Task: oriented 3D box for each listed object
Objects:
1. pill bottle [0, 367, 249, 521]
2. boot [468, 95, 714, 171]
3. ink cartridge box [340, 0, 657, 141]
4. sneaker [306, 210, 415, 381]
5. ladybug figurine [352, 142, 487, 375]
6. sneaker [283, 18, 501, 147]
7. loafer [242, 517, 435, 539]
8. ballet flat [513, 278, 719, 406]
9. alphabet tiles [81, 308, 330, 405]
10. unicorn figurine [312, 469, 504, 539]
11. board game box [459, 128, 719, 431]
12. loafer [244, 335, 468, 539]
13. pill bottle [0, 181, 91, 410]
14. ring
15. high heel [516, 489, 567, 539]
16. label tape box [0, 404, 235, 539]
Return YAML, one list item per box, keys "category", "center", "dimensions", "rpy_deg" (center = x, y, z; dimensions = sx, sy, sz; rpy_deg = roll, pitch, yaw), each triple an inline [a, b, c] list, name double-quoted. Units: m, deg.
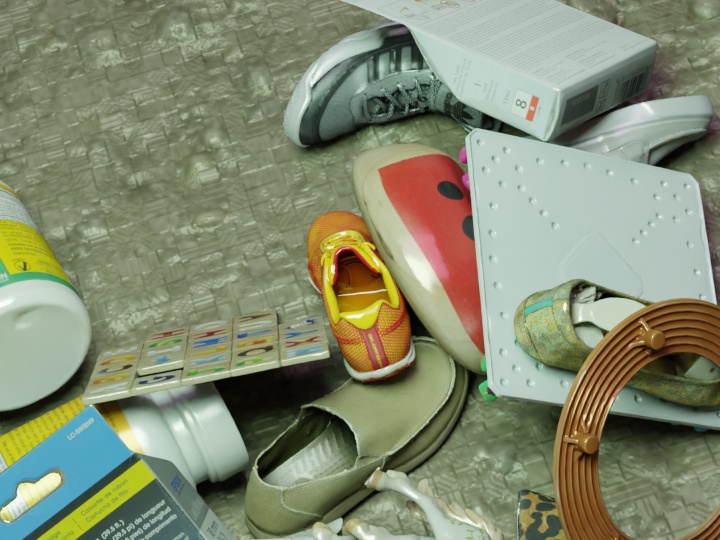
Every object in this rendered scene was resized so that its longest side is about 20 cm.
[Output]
- category: "pill bottle"
  center: [-0.183, 0.144, 1.449]
  dimensions: [0.200, 0.113, 0.113]
  rpy_deg: [-27, 58, -11]
- category: "boot"
  center: [0.185, -0.064, 1.576]
  dimensions: [0.200, 0.074, 0.096]
  rpy_deg: [-17, 79, -12]
- category: "ink cartridge box"
  center: [0.099, -0.169, 1.575]
  dimensions: [0.200, 0.050, 0.162]
  rpy_deg: [23, 29, 27]
- category: "sneaker"
  center: [0.000, 0.000, 1.517]
  dimensions: [0.073, 0.077, 0.200]
  rpy_deg: [-19, 31, -4]
- category: "ladybug figurine"
  center: [0.063, -0.015, 1.505]
  dimensions: [0.072, 0.136, 0.200]
  rpy_deg: [-34, 63, 13]
- category: "sneaker"
  center: [0.044, -0.139, 1.626]
  dimensions: [0.200, 0.076, 0.114]
  rpy_deg: [-33, 57, -17]
- category: "loafer"
  center: [-0.024, 0.204, 1.421]
  dimensions: [0.200, 0.070, 0.070]
  rpy_deg: [6, 53, 2]
- category: "ballet flat"
  center: [0.199, 0.047, 1.415]
  dimensions: [0.200, 0.071, 0.071]
  rpy_deg: [13, 52, -26]
- category: "alphabet tiles"
  center: [-0.106, 0.056, 1.474]
  dimensions: [0.167, 0.200, 0.008]
  rpy_deg: [-11, 99, -1]
- category: "unicorn figurine"
  center: [0.031, 0.204, 1.330]
  dimensions: [0.137, 0.074, 0.200]
  rpy_deg: [32, 51, 16]
- category: "board game box"
  center: [0.162, 0.010, 1.470]
  dimensions: [0.200, 0.026, 0.200]
  rpy_deg: [10, 62, -27]
- category: "loafer"
  center: [-0.001, 0.115, 1.472]
  dimensions: [0.076, 0.067, 0.200]
  rpy_deg: [36, 68, 26]
- category: "pill bottle"
  center: [-0.285, -0.001, 1.540]
  dimensions: [0.113, 0.113, 0.200]
  rpy_deg: [-27, 50, -11]
- category: "ring"
  center: [0.209, 0.118, 1.380]
  dimensions: [0.200, 0.201, 0.019]
  rpy_deg: [-45, 30, -21]
- category: "high heel"
  center: [0.086, 0.232, 1.378]
  dimensions: [0.200, 0.071, 0.143]
  rpy_deg: [-23, 62, -26]
- category: "label tape box"
  center: [-0.159, 0.197, 1.354]
  dimensions: [0.144, 0.063, 0.200]
  rpy_deg: [-37, 96, 9]
